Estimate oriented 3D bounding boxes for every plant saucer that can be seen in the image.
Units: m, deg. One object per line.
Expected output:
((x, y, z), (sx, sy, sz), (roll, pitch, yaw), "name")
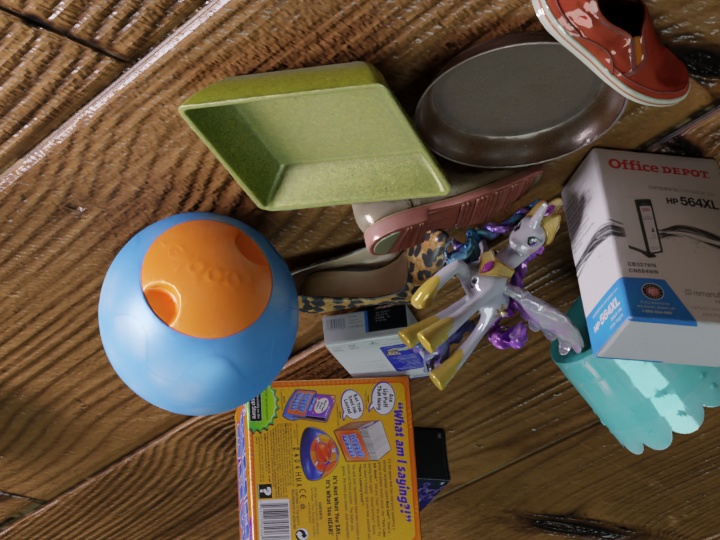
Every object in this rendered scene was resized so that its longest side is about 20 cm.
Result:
((0.147, -0.160, 1.565), (0.198, 0.032, 0.201), (-4, 150, -2), "plant saucer")
((-0.035, -0.127, 1.546), (0.198, 0.048, 0.200), (-4, 153, 21), "plant saucer")

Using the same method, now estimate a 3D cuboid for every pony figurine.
((0.134, 0.026, 1.720), (0.200, 0.167, 0.193), (-41, 155, -11), "pony figurine")

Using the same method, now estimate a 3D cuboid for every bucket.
((0.312, 0.078, 1.831), (0.135, 0.208, 0.207), (44, 132, -14), "bucket")

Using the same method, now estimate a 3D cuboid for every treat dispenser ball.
((-0.160, 0.043, 1.694), (0.199, 0.202, 0.201), (-5, 151, -3), "treat dispenser ball")

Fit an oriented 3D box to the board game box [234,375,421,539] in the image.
((-0.044, 0.250, 2.049), (0.198, 0.202, 0.200), (-1, 163, -8), "board game box")

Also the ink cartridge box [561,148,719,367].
((0.293, -0.014, 1.681), (0.145, 0.201, 0.084), (4, 147, -18), "ink cartridge box")

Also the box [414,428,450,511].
((0.001, 0.267, 2.256), (0.198, 0.079, 0.141), (5, 146, -19), "box")

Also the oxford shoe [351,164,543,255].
((0.085, -0.082, 1.661), (0.199, 0.074, 0.071), (-18, 157, -21), "oxford shoe")

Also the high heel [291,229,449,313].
((0.000, 0.000, 1.776), (0.141, 0.072, 0.200), (1, 160, -26), "high heel")

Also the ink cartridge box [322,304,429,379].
((0.025, 0.088, 1.956), (0.099, 0.040, 0.200), (-10, 161, 8), "ink cartridge box")

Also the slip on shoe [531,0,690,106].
((0.230, -0.202, 1.471), (0.061, 0.075, 0.199), (-30, 138, 32), "slip on shoe")
